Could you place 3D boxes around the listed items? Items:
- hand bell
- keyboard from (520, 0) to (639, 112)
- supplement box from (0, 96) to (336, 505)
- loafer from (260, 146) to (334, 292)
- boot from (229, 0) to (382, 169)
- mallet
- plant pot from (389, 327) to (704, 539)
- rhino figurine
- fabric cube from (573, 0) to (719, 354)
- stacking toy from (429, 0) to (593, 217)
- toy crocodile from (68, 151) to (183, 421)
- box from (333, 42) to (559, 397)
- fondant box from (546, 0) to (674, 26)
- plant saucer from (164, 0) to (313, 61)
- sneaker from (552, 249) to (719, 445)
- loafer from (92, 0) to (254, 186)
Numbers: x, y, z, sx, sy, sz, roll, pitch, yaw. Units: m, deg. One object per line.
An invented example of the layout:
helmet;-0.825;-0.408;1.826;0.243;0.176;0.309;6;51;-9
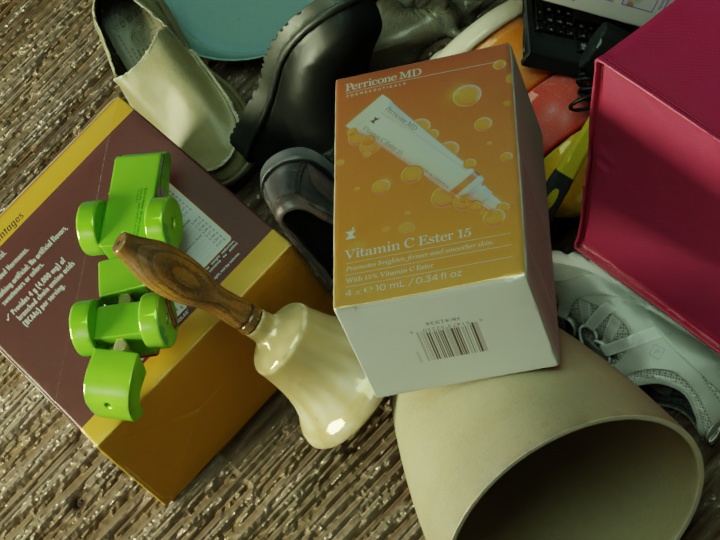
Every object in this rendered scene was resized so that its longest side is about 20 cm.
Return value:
hand bell;-0.082;0.030;1.384;0.104;0.200;0.104;-42;30;31
keyboard;0.208;-0.158;1.469;0.200;0.040;0.104;7;74;-25
supplement box;-0.161;0.022;1.519;0.197;0.133;0.200;-46;61;-6
loafer;0.000;0.000;1.443;0.072;0.200;0.063;-33;31;20
boot;0.000;-0.095;1.478;0.079;0.211;0.158;-31;74;-33
mallet;0.136;-0.078;1.422;0.066;0.041;0.200;37;98;-7
plant pot;0.099;0.104;1.385;0.187;0.187;0.200;-34;46;1
rhino figurine;0.020;-0.175;1.557;0.200;0.087;0.060;-16;101;23
fabric cube;0.281;-0.074;1.347;0.196;0.200;0.199;38;62;25
stacking toy;0.142;-0.089;1.491;0.146;0.146;0.200;-37;75;-2
toy crocodile;-0.156;0.006;1.420;0.067;0.062;0.200;-7;60;14
box;0.054;-0.034;1.338;0.124;0.098;0.200;-11;49;12
fondant box;0.172;-0.236;1.462;0.200;0.058;0.144;12;35;-19
plant saucer;-0.083;-0.253;1.684;0.200;0.027;0.201;-7;65;15
sneaker;0.178;0.050;1.428;0.200;0.075;0.082;25;74;26
loafer;-0.154;-0.146;1.617;0.076;0.067;0.200;-45;66;15
